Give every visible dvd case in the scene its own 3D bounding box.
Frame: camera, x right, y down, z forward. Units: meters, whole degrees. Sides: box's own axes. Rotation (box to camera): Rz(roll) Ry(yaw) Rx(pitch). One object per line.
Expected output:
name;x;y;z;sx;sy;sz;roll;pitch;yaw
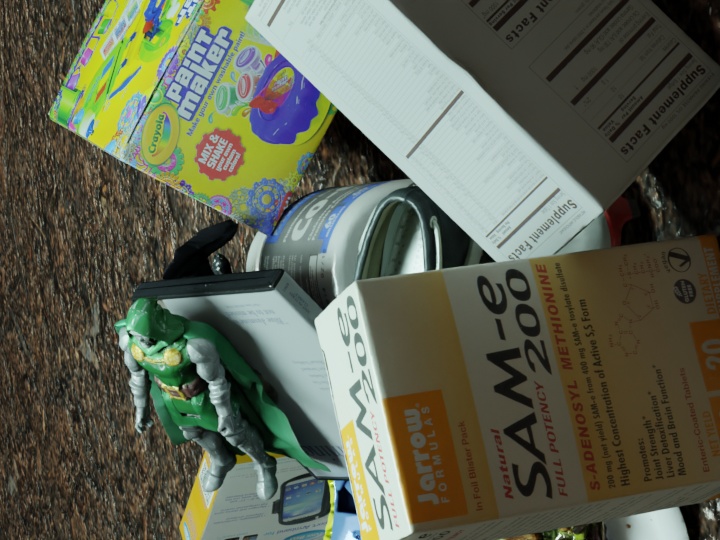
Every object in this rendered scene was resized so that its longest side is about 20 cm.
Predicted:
dvd case;-0.038;0.071;1.344;0.143;0.018;0.200;-6;137;47

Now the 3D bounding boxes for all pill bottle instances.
pill bottle;0.000;0.000;1.377;0.200;0.114;0.114;179;84;-69

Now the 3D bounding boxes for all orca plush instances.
orca plush;-0.085;0.034;1.437;0.200;0.071;0.105;98;-166;-52

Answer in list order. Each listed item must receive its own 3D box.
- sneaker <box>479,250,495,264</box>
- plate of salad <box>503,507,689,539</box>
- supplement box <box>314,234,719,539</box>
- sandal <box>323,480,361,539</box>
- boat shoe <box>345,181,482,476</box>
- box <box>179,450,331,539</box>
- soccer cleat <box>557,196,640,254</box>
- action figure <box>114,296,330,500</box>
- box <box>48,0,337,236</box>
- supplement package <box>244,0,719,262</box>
sneaker;0.065;0.067;1.278;0.078;0.090;0.200;38;115;30
plate of salad;0.087;0.148;1.167;0.200;0.048;0.200;15;121;27
supplement box;0.090;0.061;1.038;0.074;0.200;0.126;136;124;-65
sandal;0.016;0.171;1.453;0.087;0.079;0.200;-26;74;64
boat shoe;0.018;0.044;1.215;0.076;0.060;0.200;15;104;32
box;-0.065;0.163;1.597;0.200;0.119;0.042;114;143;-54
soccer cleat;0.081;-0.064;1.183;0.200;0.085;0.069;-119;29;-44
action figure;-0.105;0.078;1.341;0.200;0.118;0.055;63;-142;-50
box;-0.095;-0.152;1.442;0.200;0.122;0.193;-62;25;1
supplement package;0.060;-0.112;1.058;0.200;0.110;0.114;44;154;0
